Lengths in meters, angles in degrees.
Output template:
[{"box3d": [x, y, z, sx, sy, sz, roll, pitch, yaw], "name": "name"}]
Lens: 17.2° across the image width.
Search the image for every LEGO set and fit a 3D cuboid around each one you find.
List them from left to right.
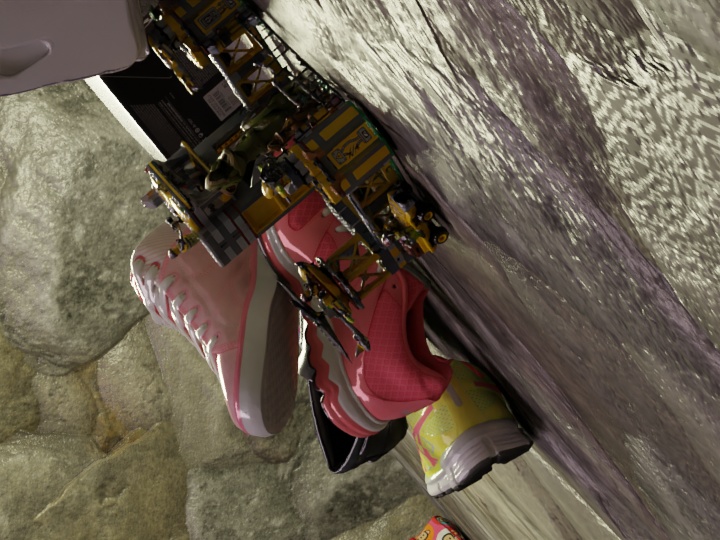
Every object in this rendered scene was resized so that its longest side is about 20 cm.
[{"box3d": [-0.059, -0.048, 1.253, 0.200, 0.116, 0.154, 47, 175, 30], "name": "LEGO set"}]

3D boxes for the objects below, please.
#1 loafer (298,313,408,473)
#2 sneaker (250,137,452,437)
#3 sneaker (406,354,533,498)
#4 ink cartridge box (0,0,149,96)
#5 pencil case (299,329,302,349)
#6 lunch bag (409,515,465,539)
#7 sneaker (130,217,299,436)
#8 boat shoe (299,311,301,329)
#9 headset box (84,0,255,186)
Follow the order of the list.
[{"box3d": [-0.009, 0.050, 1.586, 0.068, 0.070, 0.201, 20, 134, 33], "name": "loafer"}, {"box3d": [0.000, 0.000, 1.486, 0.074, 0.087, 0.200, -32, -78, -63], "name": "sneaker"}, {"box3d": [0.066, 0.098, 1.611, 0.090, 0.078, 0.200, 59, 172, 5], "name": "sneaker"}, {"box3d": [-0.202, -0.161, 1.302, 0.200, 0.146, 0.085, -118, 15, -65], "name": "ink cartridge box"}, {"box3d": [-0.031, 0.017, 1.745, 0.091, 0.083, 0.200, 26, 160, 46], "name": "pencil case"}, {"box3d": [0.167, 0.471, 3.640, 0.176, 0.082, 0.200, 43, 175, 26], "name": "lunch bag"}, {"box3d": [-0.095, 0.033, 1.510, 0.200, 0.105, 0.075, -89, -12, -47], "name": "sneaker"}, {"box3d": [-0.018, 0.009, 1.646, 0.061, 0.072, 0.201, -91, -24, -55], "name": "boat shoe"}, {"box3d": [-0.144, -0.138, 1.625, 0.149, 0.075, 0.200, 52, 175, -35], "name": "headset box"}]
